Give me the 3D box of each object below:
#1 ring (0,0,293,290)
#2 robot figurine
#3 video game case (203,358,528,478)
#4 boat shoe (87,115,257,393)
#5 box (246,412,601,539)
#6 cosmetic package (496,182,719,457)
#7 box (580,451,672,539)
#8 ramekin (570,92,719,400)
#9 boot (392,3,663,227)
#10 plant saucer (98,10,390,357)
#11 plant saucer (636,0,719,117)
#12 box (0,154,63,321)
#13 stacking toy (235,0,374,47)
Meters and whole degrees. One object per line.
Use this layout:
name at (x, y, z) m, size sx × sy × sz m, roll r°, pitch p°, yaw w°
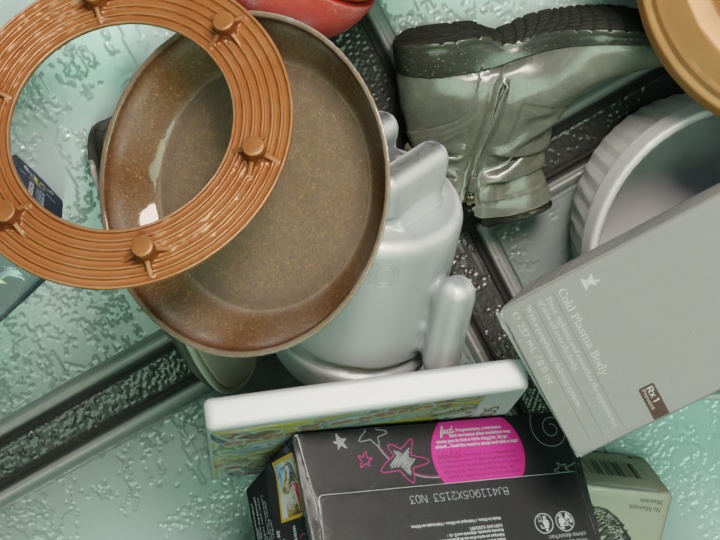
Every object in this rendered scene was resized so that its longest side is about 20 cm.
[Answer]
ring at (-0.136, -0.085, 0.906) m, size 0.198 × 0.019 × 0.203 m, roll -2°, pitch 68°, yaw 4°
robot figurine at (0.000, 0.000, 1.027) m, size 0.112 × 0.169 × 0.202 m, roll -30°, pitch 143°, yaw -40°
video game case at (-0.002, 0.100, 1.049) m, size 0.197 × 0.182 × 0.023 m, roll -7°, pitch 74°, yaw -6°
boat shoe at (-0.122, -0.013, 1.058) m, size 0.067 × 0.057 × 0.202 m, roll -35°, pitch 117°, yaw -33°
box at (0.042, 0.179, 1.045) m, size 0.198 × 0.115 × 0.134 m, roll -3°, pitch 66°, yaw -23°
cosmetic package at (0.197, 0.017, 0.957) m, size 0.199 × 0.090 × 0.108 m, roll -31°, pitch 90°, yaw 23°
box at (0.158, 0.234, 1.163) m, size 0.081 × 0.068 × 0.202 m, roll 7°, pitch 106°, yaw -11°
ramekin at (0.234, -0.026, 1.074) m, size 0.198 × 0.105 × 0.203 m, roll -2°, pitch 108°, yaw -7°
boot at (0.117, -0.100, 1.061) m, size 0.197 × 0.068 × 0.132 m, roll -6°, pitch 113°, yaw 1°
plant saucer at (-0.065, -0.051, 0.954) m, size 0.198 × 0.037 × 0.203 m, roll 0°, pitch 91°, yaw 26°
plant saucer at (0.262, -0.179, 0.943) m, size 0.198 × 0.037 × 0.203 m, roll 0°, pitch 85°, yaw 4°
box at (-0.270, 0.028, 0.987) m, size 0.200 × 0.158 × 0.051 m, roll -42°, pitch 109°, yaw 5°
stacking toy at (-0.053, -0.170, 0.988) m, size 0.145 × 0.147 × 0.201 m, roll 29°, pitch 116°, yaw -16°
